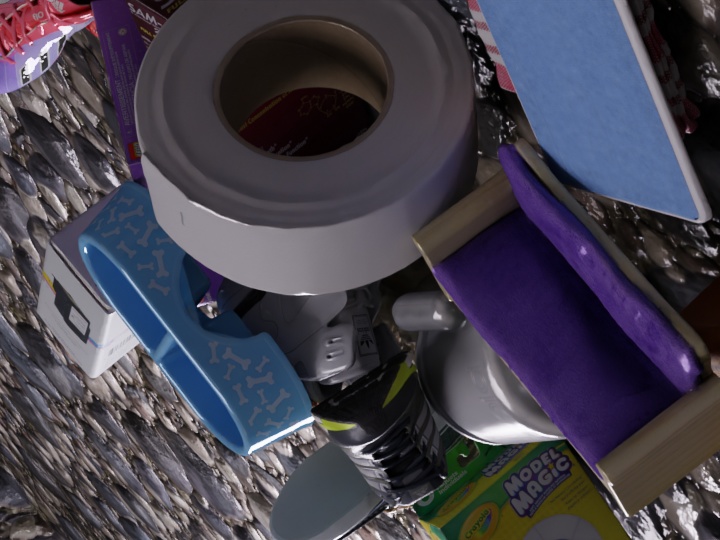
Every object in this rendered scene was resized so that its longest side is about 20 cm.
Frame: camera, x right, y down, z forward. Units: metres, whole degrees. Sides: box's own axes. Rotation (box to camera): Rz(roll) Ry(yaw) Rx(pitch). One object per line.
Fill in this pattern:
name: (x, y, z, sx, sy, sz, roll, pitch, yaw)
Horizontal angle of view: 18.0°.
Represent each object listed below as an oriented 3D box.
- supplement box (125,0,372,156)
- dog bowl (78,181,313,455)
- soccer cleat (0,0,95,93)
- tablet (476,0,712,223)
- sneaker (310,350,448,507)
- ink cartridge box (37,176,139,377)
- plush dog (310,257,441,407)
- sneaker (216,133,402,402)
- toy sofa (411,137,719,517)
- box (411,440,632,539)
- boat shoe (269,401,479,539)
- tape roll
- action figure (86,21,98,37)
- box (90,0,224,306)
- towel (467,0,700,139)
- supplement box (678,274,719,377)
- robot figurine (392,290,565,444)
supplement box: (-0.066, -0.126, 1.478, 0.061, 0.109, 0.200, 33, 156, 42)
dog bowl: (-0.111, 0.036, 1.483, 0.200, 0.050, 0.111, 52, 163, 3)
soccer cleat: (-0.216, -0.186, 1.595, 0.200, 0.077, 0.067, -34, 102, 26)
tablet: (0.108, -0.116, 1.173, 0.130, 0.014, 0.201, 21, 144, 54)
sneaker: (0.023, 0.104, 1.431, 0.081, 0.074, 0.200, 58, -177, 9)
ink cartridge box: (-0.188, -0.007, 1.909, 0.083, 0.146, 0.200, 49, 160, 7)
plush dog: (-0.034, 0.032, 1.602, 0.161, 0.172, 0.200, 54, 161, -12)
sneaker: (0.000, 0.000, 1.473, 0.075, 0.200, 0.115, 2, -132, -56)
toy sofa: (0.114, 0.028, 1.246, 0.200, 0.083, 0.098, 52, 177, 35)
box: (0.130, 0.201, 1.641, 0.200, 0.117, 0.048, 54, 166, -13)
boat shoe: (0.026, 0.150, 1.655, 0.071, 0.200, 0.091, 30, 157, 45)
tape roll: (-0.031, -0.087, 1.334, 0.202, 0.202, 0.071, 40, 159, 25)
action figure: (-0.215, -0.234, 1.654, 0.052, 0.065, 0.201, -21, 109, 28)
box: (-0.137, -0.080, 1.575, 0.200, 0.039, 0.137, 77, 178, -60)
towel: (0.097, -0.162, 1.184, 0.146, 0.030, 0.201, 25, 146, 49)
supplement box: (0.255, 0.088, 1.237, 0.200, 0.069, 0.066, 53, 162, -15)
robot figurine: (0.104, 0.051, 1.424, 0.169, 0.113, 0.200, 26, 166, -15)
